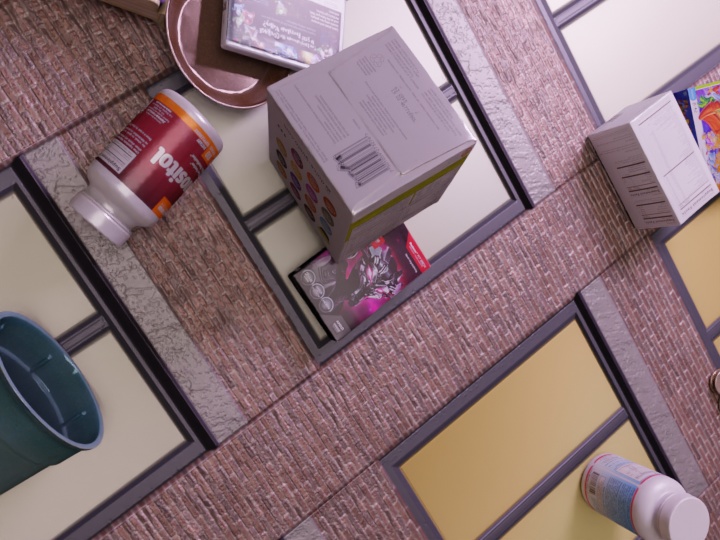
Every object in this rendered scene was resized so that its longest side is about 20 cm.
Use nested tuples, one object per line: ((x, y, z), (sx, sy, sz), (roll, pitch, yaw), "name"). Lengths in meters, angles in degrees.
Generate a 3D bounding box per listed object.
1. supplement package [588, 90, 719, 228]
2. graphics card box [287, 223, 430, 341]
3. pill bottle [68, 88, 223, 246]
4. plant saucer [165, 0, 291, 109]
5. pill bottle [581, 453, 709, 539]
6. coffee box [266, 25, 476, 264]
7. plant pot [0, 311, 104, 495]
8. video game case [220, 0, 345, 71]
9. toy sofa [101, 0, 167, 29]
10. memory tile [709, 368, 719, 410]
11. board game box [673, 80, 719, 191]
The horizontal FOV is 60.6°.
((0.520, -0.190, 1.097), (0.113, 0.109, 0.202), (-34, 100, -15), "supplement package")
((0.000, 0.000, 0.961), (0.199, 0.051, 0.127), (-36, 101, -14), "graphics card box")
((-0.289, -0.135, 0.833), (0.113, 0.113, 0.201), (42, 79, -14), "pill bottle")
((-0.187, -0.332, 0.881), (0.197, 0.036, 0.205), (-1, 91, -37), "plant saucer")
((0.477, 0.390, 1.042), (0.106, 0.200, 0.111), (0, 91, -17), "pill bottle")
((0.004, -0.166, 0.860), (0.198, 0.198, 0.201), (-32, 80, -15), "coffee box")
((-0.457, 0.190, 0.750), (0.195, 0.200, 0.202), (-35, 101, -6), "plant pot")
((-0.107, -0.393, 0.905), (0.197, 0.023, 0.186), (4, 89, -38), "video game case")
((-0.345, -0.408, 0.820), (0.196, 0.097, 0.085), (14, 87, -17), "toy sofa")
((0.795, 0.228, 1.240), (0.198, 0.017, 0.155), (-29, 99, -15), "memory tile")
((0.680, -0.256, 1.183), (0.132, 0.045, 0.204), (-17, 95, -17), "board game box")
